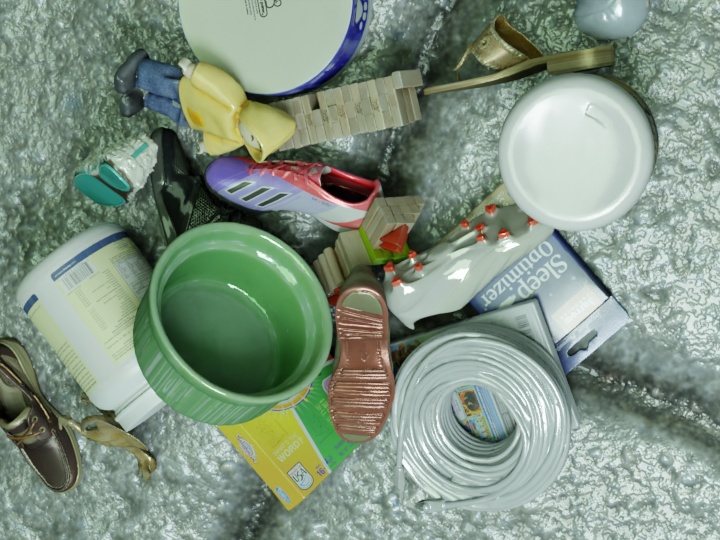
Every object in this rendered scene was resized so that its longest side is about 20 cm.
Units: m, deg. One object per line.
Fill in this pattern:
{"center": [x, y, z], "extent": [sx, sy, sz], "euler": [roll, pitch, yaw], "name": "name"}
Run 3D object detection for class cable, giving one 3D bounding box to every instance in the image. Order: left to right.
{"center": [0.127, 0.155, 1.375], "extent": [0.198, 0.069, 0.202], "euler": [0, 104, 22], "name": "cable"}

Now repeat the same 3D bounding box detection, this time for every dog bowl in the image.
{"center": [-0.091, -0.287, 1.400], "extent": [0.198, 0.079, 0.202], "euler": [2, 99, 14], "name": "dog bowl"}

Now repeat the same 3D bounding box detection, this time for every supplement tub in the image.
{"center": [-0.272, 0.063, 1.465], "extent": [0.145, 0.145, 0.201], "euler": [-38, 88, 17], "name": "supplement tub"}
{"center": [0.217, -0.120, 1.280], "extent": [0.143, 0.200, 0.146], "euler": [2, 99, 14], "name": "supplement tub"}

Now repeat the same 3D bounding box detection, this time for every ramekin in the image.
{"center": [-0.137, 0.061, 1.350], "extent": [0.200, 0.200, 0.098], "euler": [49, 140, 3], "name": "ramekin"}

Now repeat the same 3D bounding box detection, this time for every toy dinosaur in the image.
{"center": [-0.288, 0.177, 1.492], "extent": [0.100, 0.200, 0.059], "euler": [22, 72, 25], "name": "toy dinosaur"}

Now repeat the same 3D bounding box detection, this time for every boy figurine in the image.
{"center": [-0.161, -0.165, 1.389], "extent": [0.199, 0.065, 0.125], "euler": [24, 143, 18], "name": "boy figurine"}

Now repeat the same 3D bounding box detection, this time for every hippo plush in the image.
{"center": [0.207, -0.297, 1.294], "extent": [0.158, 0.201, 0.161], "euler": [-30, 113, 18], "name": "hippo plush"}

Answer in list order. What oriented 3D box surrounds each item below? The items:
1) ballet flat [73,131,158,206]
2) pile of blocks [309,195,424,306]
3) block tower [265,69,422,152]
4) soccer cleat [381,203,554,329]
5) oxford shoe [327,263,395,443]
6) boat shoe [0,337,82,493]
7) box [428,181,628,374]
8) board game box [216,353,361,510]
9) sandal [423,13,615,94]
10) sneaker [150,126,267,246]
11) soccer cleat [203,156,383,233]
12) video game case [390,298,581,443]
{"center": [-0.262, -0.112, 1.442], "extent": [0.071, 0.200, 0.073], "euler": [1, 88, -24], "name": "ballet flat"}
{"center": [0.000, 0.000, 1.411], "extent": [0.200, 0.082, 0.063], "euler": [-40, 57, 30], "name": "pile of blocks"}
{"center": [-0.030, -0.166, 1.396], "extent": [0.198, 0.054, 0.058], "euler": [-11, 96, 28], "name": "block tower"}
{"center": [0.116, -0.008, 1.369], "extent": [0.199, 0.070, 0.078], "euler": [-26, 126, 7], "name": "soccer cleat"}
{"center": [0.004, 0.089, 1.380], "extent": [0.070, 0.074, 0.202], "euler": [6, 119, 0], "name": "oxford shoe"}
{"center": [-0.400, 0.178, 1.554], "extent": [0.072, 0.072, 0.201], "euler": [-24, 91, 17], "name": "boat shoe"}
{"center": [0.180, 0.015, 1.399], "extent": [0.121, 0.032, 0.200], "euler": [-42, 87, 16], "name": "box"}
{"center": [-0.089, 0.135, 1.426], "extent": [0.200, 0.153, 0.040], "euler": [48, 140, 2], "name": "board game box"}
{"center": [0.156, -0.227, 1.329], "extent": [0.210, 0.077, 0.070], "euler": [-4, 97, 35], "name": "sandal"}
{"center": [-0.167, -0.070, 1.458], "extent": [0.113, 0.076, 0.201], "euler": [-17, 88, 6], "name": "sneaker"}
{"center": [-0.070, -0.094, 1.407], "extent": [0.198, 0.073, 0.069], "euler": [16, 57, 1], "name": "soccer cleat"}
{"center": [0.123, 0.124, 1.416], "extent": [0.199, 0.018, 0.144], "euler": [-18, 98, 26], "name": "video game case"}
